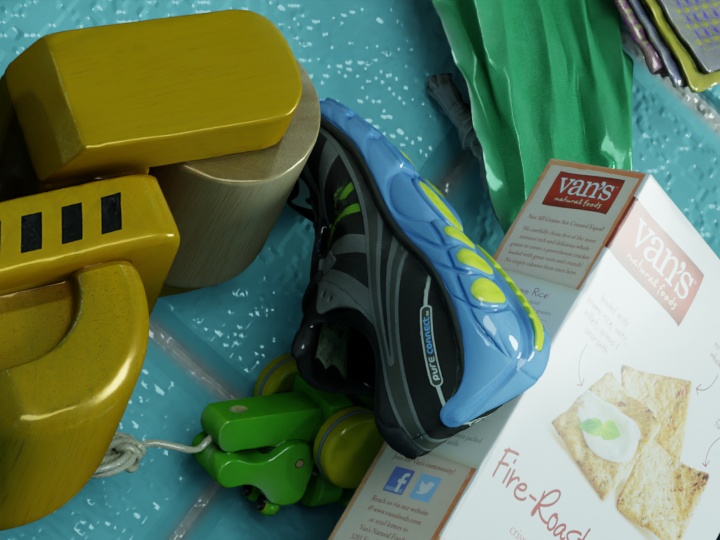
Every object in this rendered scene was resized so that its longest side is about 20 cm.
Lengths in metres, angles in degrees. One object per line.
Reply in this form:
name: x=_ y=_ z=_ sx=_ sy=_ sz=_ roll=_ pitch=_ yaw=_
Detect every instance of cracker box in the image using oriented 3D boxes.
cracker box: x=0.077 y=0.078 z=1.072 sx=0.134 sy=0.057 sz=0.201 roll=45 pitch=67 yaw=-38

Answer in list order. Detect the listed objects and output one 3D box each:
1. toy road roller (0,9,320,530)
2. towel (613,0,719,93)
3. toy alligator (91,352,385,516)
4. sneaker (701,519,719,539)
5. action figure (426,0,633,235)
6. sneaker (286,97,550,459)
toy road roller: x=-0.101 y=0.004 z=1.006 sx=0.199 sy=0.123 sz=0.147 roll=-13 pitch=66 yaw=-24
towel: x=0.137 y=-0.174 z=1.220 sx=0.143 sy=0.023 sz=0.201 roll=-14 pitch=79 yaw=-46
toy alligator: x=-0.021 y=0.069 z=1.081 sx=0.199 sy=0.059 sz=0.055 roll=-14 pitch=121 yaw=-27
sneaker: x=0.193 y=0.061 z=1.168 sx=0.199 sy=0.070 sz=0.109 roll=-18 pitch=87 yaw=-35
action figure: x=0.071 y=-0.078 z=1.165 sx=0.117 sy=0.055 sz=0.201 roll=-1 pitch=71 yaw=-27
sneaker: x=0.000 y=0.000 z=1.049 sx=0.083 sy=0.200 sz=0.071 roll=-42 pitch=124 yaw=5
